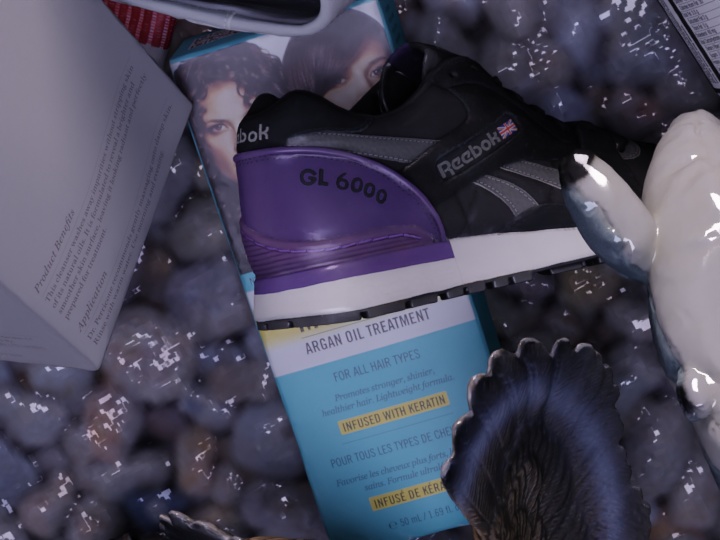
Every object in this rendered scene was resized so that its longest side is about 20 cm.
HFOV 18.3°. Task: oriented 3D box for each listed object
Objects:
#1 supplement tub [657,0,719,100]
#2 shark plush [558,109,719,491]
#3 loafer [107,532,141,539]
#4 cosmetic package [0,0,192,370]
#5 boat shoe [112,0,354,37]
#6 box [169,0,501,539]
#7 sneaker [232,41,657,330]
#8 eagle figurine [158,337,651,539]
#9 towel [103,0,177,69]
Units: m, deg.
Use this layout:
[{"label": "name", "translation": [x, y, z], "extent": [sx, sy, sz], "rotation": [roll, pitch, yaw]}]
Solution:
[{"label": "supplement tub", "translation": [0.169, -0.098, 0.761], "extent": [0.122, 0.123, 0.201], "rotation": [-31, 100, 11]}, {"label": "shark plush", "translation": [0.134, 0.034, 0.706], "extent": [0.090, 0.083, 0.201], "rotation": [-21, 67, -1]}, {"label": "loafer", "translation": [-0.030, 0.170, 0.877], "extent": [0.072, 0.073, 0.200], "rotation": [-39, 109, 3]}, {"label": "cosmetic package", "translation": [-0.145, -0.060, 0.716], "extent": [0.081, 0.200, 0.113], "rotation": [4, 62, 30]}, {"label": "boat shoe", "translation": [-0.091, -0.124, 0.763], "extent": [0.199, 0.069, 0.072], "rotation": [21, 131, 6]}, {"label": "box", "translation": [0.000, 0.000, 0.835], "extent": [0.082, 0.049, 0.201], "rotation": [-17, 103, 8]}, {"label": "sneaker", "translation": [0.049, -0.040, 0.774], "extent": [0.199, 0.076, 0.088], "rotation": [-12, 92, -33]}, {"label": "eagle figurine", "translation": [0.045, 0.125, 0.798], "extent": [0.152, 0.151, 0.201], "rotation": [-36, 100, -27]}, {"label": "towel", "translation": [-0.148, -0.075, 0.840], "extent": [0.143, 0.023, 0.201], "rotation": [16, 105, -1]}]
